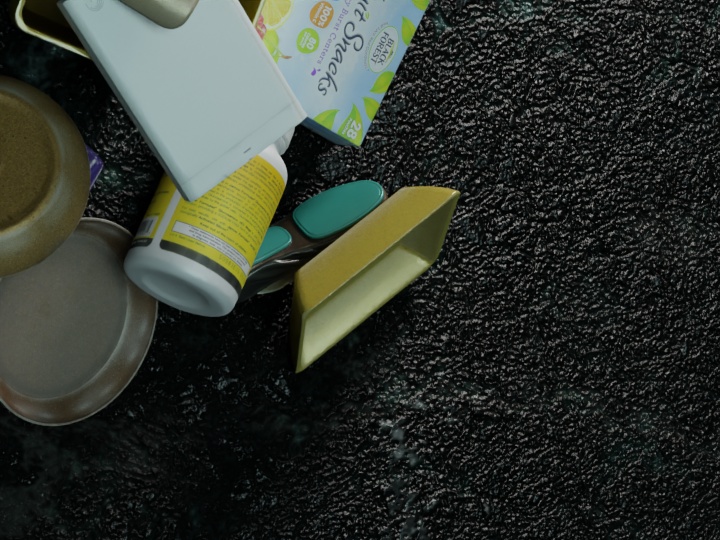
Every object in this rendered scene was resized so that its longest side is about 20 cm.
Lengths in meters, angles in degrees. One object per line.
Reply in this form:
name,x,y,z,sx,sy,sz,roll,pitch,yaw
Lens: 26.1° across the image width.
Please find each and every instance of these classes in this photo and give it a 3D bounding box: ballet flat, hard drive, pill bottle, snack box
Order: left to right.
hard drive,-0.148,-0.177,1.320,0.132,0.026,0.200,-38,113,-16
pill bottle,-0.137,-0.066,1.479,0.112,0.112,0.200,32,68,-27
ballet flat,-0.062,-0.026,1.564,0.200,0.068,0.069,-24,139,-10
snack box,-0.035,-0.249,1.539,0.168,0.068,0.200,29,86,-27

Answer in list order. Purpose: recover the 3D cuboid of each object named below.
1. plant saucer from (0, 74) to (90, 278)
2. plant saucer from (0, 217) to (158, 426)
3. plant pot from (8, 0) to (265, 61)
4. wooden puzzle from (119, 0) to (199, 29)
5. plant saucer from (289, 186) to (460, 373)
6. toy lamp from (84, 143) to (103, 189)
plant saucer,-0.340,-0.092,1.379,0.200,0.035,0.201,4,71,-10
plant saucer,-0.276,0.045,1.455,0.200,0.032,0.201,-21,120,-43
plant pot,-0.205,-0.274,1.390,0.200,0.176,0.201,22,89,-27
wooden puzzle,-0.175,-0.326,1.257,0.185,0.046,0.200,31,78,-15
plant saucer,0.000,0.000,1.551,0.200,0.200,0.048,-39,77,-16
toy lamp,-0.319,-0.040,1.439,0.200,0.058,0.058,-46,114,-12
